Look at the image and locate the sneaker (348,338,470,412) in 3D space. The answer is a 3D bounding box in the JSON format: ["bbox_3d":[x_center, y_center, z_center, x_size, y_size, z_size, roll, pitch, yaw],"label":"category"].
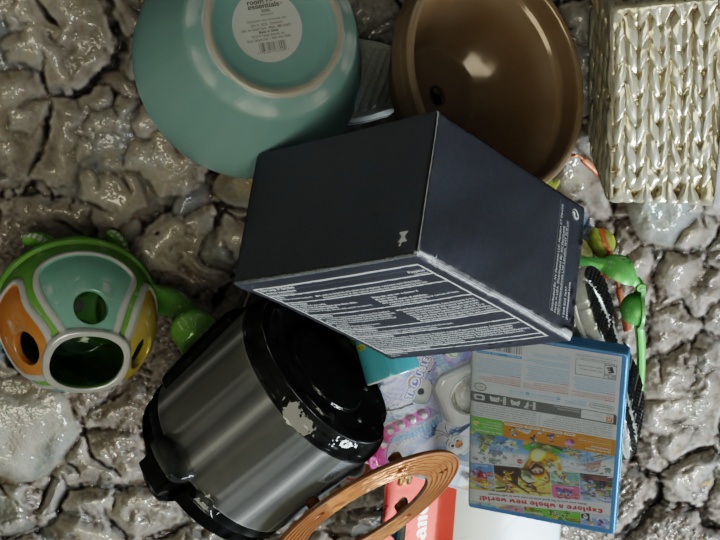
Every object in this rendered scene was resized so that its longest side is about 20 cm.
[{"bbox_3d":[0.033,0.083,1.495,0.198,0.077,0.076,21,114,-17],"label":"sneaker"}]

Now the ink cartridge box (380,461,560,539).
[{"bbox_3d":[0.114,0.251,1.546,0.198,0.047,0.162,-4,104,-33],"label":"ink cartridge box"}]

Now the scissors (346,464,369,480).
[{"bbox_3d":[-0.030,0.130,1.559,0.072,0.014,0.202,-3,119,1],"label":"scissors"}]

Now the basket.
[{"bbox_3d":[0.264,-0.165,1.339,0.122,0.136,0.202,-4,120,1],"label":"basket"}]

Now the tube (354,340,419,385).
[{"bbox_3d":[0.000,0.000,1.392,0.050,0.077,0.202,-16,85,-14],"label":"tube"}]

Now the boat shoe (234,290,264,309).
[{"bbox_3d":[-0.133,0.077,1.495,0.057,0.067,0.200,40,106,-6],"label":"boat shoe"}]

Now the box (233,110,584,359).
[{"bbox_3d":[0.042,-0.022,1.240,0.199,0.124,0.198,-9,155,41],"label":"box"}]

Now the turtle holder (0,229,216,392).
[{"bbox_3d":[-0.242,0.054,1.426,0.185,0.132,0.141,29,109,-31],"label":"turtle holder"}]

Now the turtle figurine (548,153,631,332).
[{"bbox_3d":[0.178,0.000,1.466,0.160,0.065,0.201,-19,119,7],"label":"turtle figurine"}]

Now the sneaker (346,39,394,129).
[{"bbox_3d":[-0.053,-0.152,1.363,0.198,0.079,0.079,-10,78,-16],"label":"sneaker"}]

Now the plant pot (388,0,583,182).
[{"bbox_3d":[0.090,-0.158,1.330,0.201,0.202,0.092,43,149,-24],"label":"plant pot"}]

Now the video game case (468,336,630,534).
[{"bbox_3d":[0.169,0.146,1.419,0.142,0.018,0.202,8,121,16],"label":"video game case"}]

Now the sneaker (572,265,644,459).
[{"bbox_3d":[0.206,0.087,1.426,0.079,0.074,0.201,-11,114,25],"label":"sneaker"}]

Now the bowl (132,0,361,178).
[{"bbox_3d":[-0.080,-0.184,1.263,0.199,0.105,0.203,2,81,-17],"label":"bowl"}]

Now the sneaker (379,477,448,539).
[{"bbox_3d":[0.049,0.241,1.586,0.078,0.090,0.202,2,101,-32],"label":"sneaker"}]

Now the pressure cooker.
[{"bbox_3d":[-0.098,0.143,1.387,0.176,0.179,0.200,38,115,-25],"label":"pressure cooker"}]

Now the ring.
[{"bbox_3d":[0.001,0.218,1.417,0.199,0.019,0.201,-27,155,-13],"label":"ring"}]

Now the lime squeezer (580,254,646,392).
[{"bbox_3d":[0.236,0.032,1.435,0.071,0.038,0.200,-41,113,-9],"label":"lime squeezer"}]

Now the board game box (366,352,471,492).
[{"bbox_3d":[0.105,0.118,1.462,0.198,0.026,0.201,18,109,-22],"label":"board game box"}]
